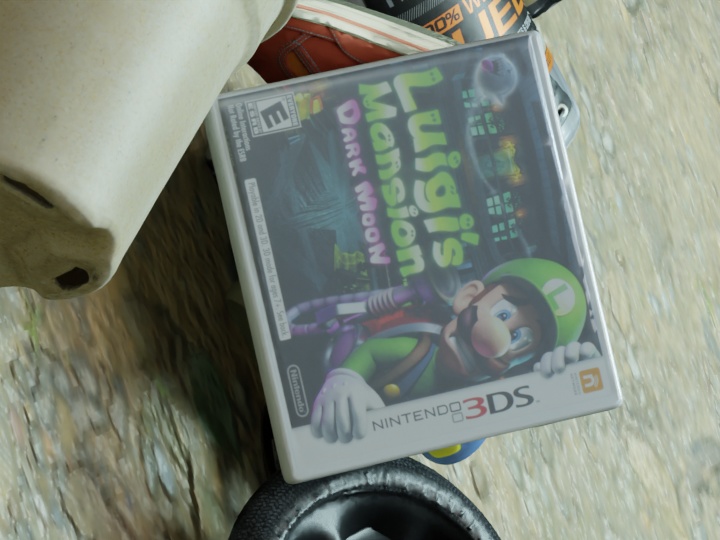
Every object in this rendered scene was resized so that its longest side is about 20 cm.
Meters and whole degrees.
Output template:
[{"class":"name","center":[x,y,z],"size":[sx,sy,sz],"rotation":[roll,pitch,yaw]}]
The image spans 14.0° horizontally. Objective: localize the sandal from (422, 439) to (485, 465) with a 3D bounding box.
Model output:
[{"class":"sandal","center":[0.082,0.048,1.760],"size":[0.087,0.079,0.200],"rotation":[58,37,-28]}]

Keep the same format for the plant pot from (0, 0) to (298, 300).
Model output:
[{"class":"plant pot","center":[-0.150,-0.096,1.397],"size":[0.200,0.200,0.184],"rotation":[44,54,-37]}]

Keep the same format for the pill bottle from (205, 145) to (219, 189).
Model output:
[{"class":"pill bottle","center":[0.000,0.000,1.629],"size":[0.106,0.106,0.201],"rotation":[-42,111,-55]}]

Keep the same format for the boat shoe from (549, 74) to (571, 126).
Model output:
[{"class":"boat shoe","center":[0.053,-0.029,1.559],"size":[0.056,0.069,0.201],"rotation":[34,74,-22]}]

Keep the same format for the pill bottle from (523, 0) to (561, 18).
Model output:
[{"class":"pill bottle","center":[0.056,-0.252,1.822],"size":[0.200,0.111,0.112],"rotation":[44,43,-37]}]

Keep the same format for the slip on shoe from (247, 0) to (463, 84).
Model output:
[{"class":"slip on shoe","center":[-0.034,-0.117,1.532],"size":[0.199,0.074,0.062],"rotation":[18,99,-16]}]

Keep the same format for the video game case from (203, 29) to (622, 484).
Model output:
[{"class":"video game case","center":[0.027,-0.008,1.496],"size":[0.181,0.023,0.201],"rotation":[-12,87,-13]}]

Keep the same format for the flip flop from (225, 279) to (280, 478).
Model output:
[{"class":"flip flop","center":[-0.027,0.095,1.584],"size":[0.058,0.081,0.201],"rotation":[-39,116,-25]}]

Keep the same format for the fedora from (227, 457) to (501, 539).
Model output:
[{"class":"fedora","center":[-0.009,0.189,1.530],"size":[0.200,0.091,0.202],"rotation":[16,63,-35]}]

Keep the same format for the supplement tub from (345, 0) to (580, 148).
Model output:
[{"class":"supplement tub","center":[0.036,-0.143,1.734],"size":[0.201,0.122,0.123],"rotation":[59,35,-20]}]
